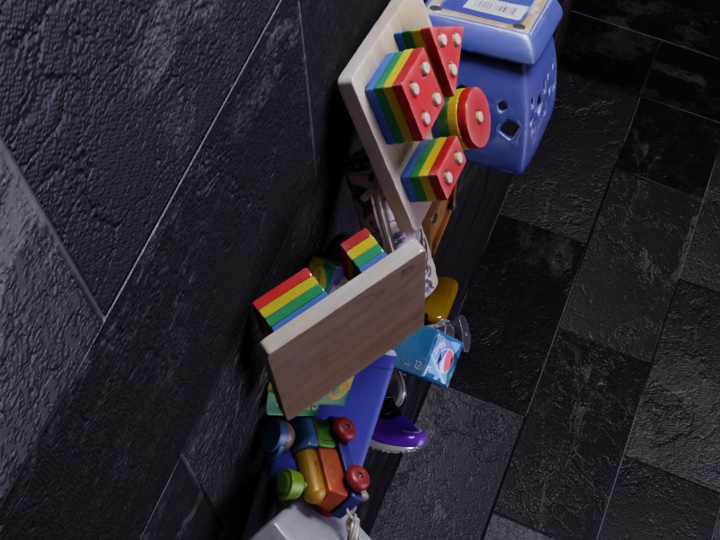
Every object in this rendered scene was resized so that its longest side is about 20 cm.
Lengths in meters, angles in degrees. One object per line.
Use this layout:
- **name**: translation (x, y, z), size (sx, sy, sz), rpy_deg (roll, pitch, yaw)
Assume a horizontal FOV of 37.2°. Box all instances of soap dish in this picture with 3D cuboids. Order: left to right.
- **soap dish**: translation (0.102, -0.106, 1.726), size (0.201, 0.080, 0.159), rpy_deg (86, 26, -64)

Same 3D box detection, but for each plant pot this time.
- **plant pot**: translation (0.158, -0.270, 1.408), size (0.200, 0.198, 0.182), rpy_deg (-56, 158, -50)

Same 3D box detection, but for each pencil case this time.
- **pencil case**: translation (0.035, -0.051, 1.277), size (0.090, 0.077, 0.202), rpy_deg (-59, 137, -55)

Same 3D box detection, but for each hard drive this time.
- **hard drive**: translation (-0.040, 0.191, 1.430), size (0.025, 0.130, 0.202), rpy_deg (-124, -132, -63)

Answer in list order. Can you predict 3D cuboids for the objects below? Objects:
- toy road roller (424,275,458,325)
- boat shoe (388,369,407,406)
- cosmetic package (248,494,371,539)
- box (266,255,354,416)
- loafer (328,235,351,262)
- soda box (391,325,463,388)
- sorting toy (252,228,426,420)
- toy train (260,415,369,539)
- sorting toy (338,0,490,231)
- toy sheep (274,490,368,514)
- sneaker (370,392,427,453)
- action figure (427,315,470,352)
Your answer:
- **toy road roller**: translation (0.071, 0.054, 1.688), size (0.201, 0.144, 0.124), rpy_deg (92, 21, -60)
- **boat shoe**: translation (0.049, 0.163, 1.774), size (0.200, 0.062, 0.075), rpy_deg (-123, -130, -65)
- **cosmetic package**: translation (-0.082, 0.400, 1.362), size (0.165, 0.165, 0.200), rpy_deg (-45, 175, 14)
- **box**: translation (-0.044, 0.090, 1.322), size (0.117, 0.048, 0.202), rpy_deg (11, 101, -55)
- **loafer**: translation (0.000, 0.000, 1.443), size (0.200, 0.062, 0.073), rpy_deg (42, 69, -79)
- **soda box**: translation (0.044, 0.099, 1.489), size (0.064, 0.199, 0.069), rpy_deg (27, 83, -45)
- **sorting toy**: translation (-0.027, 0.052, 1.182), size (0.199, 0.070, 0.199), rpy_deg (-34, 156, -14)
- **toy train**: translation (-0.053, 0.273, 1.325), size (0.085, 0.115, 0.202), rpy_deg (-45, -134, 34)
- **sorting toy**: translation (0.076, -0.184, 1.193), size (0.200, 0.069, 0.201), rpy_deg (-61, 137, -41)
- **toy sheep**: translation (-0.057, 0.316, 1.556), size (0.201, 0.137, 0.138), rpy_deg (-58, 173, 16)
- **sneaker**: translation (0.015, 0.196, 1.568), size (0.069, 0.198, 0.101), rpy_deg (-3, 108, -56)
- **action figure**: translation (0.063, 0.113, 1.603), size (0.129, 0.198, 0.070), rpy_deg (8, 74, -50)
